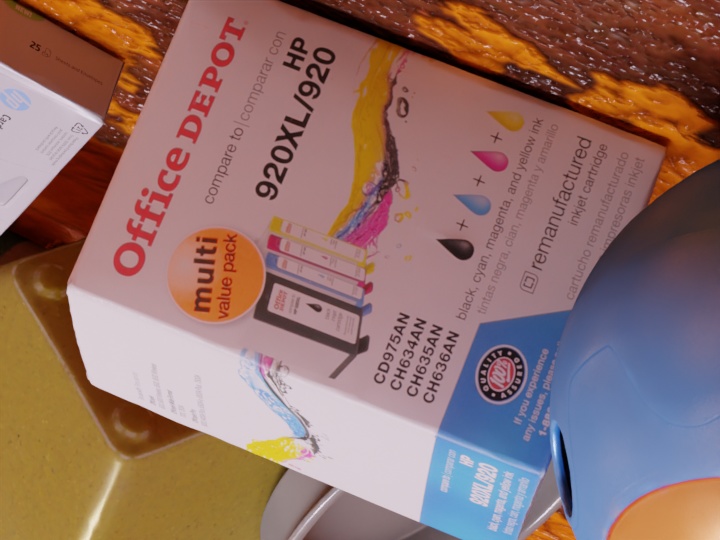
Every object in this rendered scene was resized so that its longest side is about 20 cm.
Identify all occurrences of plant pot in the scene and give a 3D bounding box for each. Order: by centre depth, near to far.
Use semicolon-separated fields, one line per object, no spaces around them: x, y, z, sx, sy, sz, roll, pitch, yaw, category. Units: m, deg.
-0.125;0.080;1.416;0.196;0.194;0.200;58;145;19;plant pot

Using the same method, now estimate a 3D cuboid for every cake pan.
0.033;0.104;1.404;0.037;0.200;0.200;55;178;27;cake pan

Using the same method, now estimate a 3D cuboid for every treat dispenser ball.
0.166;0.054;1.005;0.200;0.202;0.201;21;163;7;treat dispenser ball

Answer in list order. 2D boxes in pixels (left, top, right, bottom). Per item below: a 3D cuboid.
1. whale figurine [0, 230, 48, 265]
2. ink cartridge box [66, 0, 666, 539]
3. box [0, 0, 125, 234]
-0.230;0.055;1.624;0.103;0.159;0.200;28;149;9;whale figurine
0.000;0.000;1.156;0.199;0.148;0.145;21;163;5;ink cartridge box
-0.228;-0.091;1.284;0.199;0.041;0.156;29;143;-16;box
